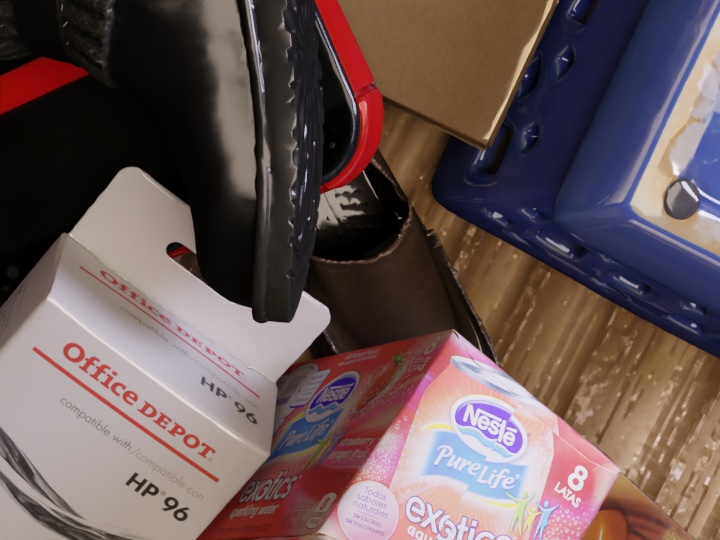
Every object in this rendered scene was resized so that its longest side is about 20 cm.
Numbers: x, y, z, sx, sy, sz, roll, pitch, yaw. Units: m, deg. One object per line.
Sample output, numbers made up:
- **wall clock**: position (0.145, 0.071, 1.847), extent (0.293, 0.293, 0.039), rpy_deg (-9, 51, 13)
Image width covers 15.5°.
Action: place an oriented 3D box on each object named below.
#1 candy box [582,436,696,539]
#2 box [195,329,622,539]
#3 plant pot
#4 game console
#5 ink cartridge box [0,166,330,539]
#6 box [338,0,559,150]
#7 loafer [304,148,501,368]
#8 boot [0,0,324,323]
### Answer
- **candy box**: position (0.062, 0.176, 1.172), extent (0.200, 0.056, 0.117), rpy_deg (-50, 130, -2)
- **box**: position (0.006, 0.098, 1.090), extent (0.095, 0.200, 0.103), rpy_deg (39, 70, -14)
- **plant pot**: position (0.170, -0.068, 1.128), extent (0.199, 0.180, 0.201), rpy_deg (26, 91, -14)
- **game console**: position (-0.106, -0.088, 1.105), extent (0.199, 0.031, 0.177), rpy_deg (-23, 96, 15)
- **ink cartridge box**: position (-0.115, 0.070, 1.100), extent (0.116, 0.068, 0.200), rpy_deg (36, 110, -14)
- **box**: position (-0.001, -0.166, 1.125), extent (0.199, 0.021, 0.164), rpy_deg (25, 90, 6)
- **loafer**: position (0.000, 0.000, 1.151), extent (0.073, 0.071, 0.200), rpy_deg (-36, 102, -6)
- **boot**: position (-0.097, -0.081, 1.048), extent (0.157, 0.079, 0.212), rpy_deg (-3, 96, 10)
